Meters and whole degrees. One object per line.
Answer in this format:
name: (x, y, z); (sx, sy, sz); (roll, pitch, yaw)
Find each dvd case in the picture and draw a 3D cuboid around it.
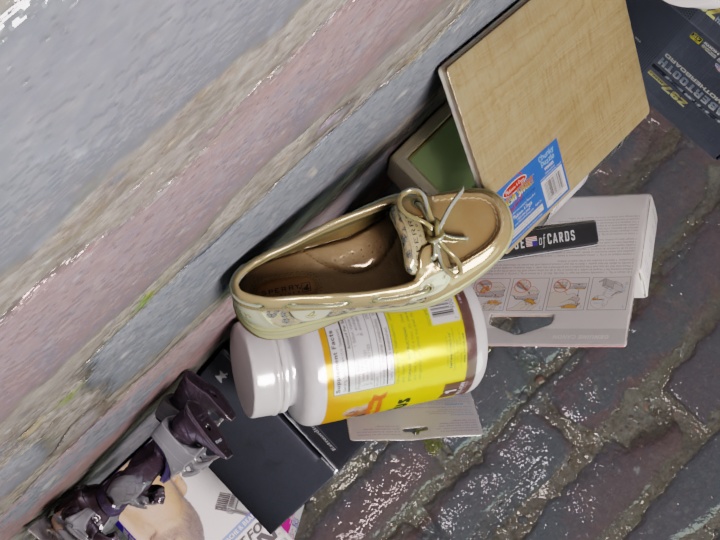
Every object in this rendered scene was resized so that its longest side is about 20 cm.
dvd case: (0.069, -0.014, 0.920); (0.149, 0.025, 0.199); (-9, -178, -38)

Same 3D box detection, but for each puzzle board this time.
puzzle board: (0.139, -0.130, 0.826); (0.017, 0.152, 0.200); (15, -133, 45)

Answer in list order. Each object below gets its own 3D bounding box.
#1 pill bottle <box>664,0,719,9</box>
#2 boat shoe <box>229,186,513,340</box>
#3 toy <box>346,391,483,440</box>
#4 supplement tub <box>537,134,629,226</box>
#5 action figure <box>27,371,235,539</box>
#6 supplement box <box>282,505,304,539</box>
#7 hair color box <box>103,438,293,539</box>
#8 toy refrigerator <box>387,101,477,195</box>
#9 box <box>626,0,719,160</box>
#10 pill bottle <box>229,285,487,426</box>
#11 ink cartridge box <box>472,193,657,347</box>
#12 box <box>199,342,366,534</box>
pill bottle: (0.288, -0.272, 0.903); (0.112, 0.111, 0.200); (-49, 174, 39)
boat shoe: (0.011, -0.007, 0.748); (0.199, 0.074, 0.063); (-22, 165, -6)
toy: (0.033, 0.095, 1.034); (0.201, 0.114, 0.048); (-102, -167, -51)
supplement tub: (0.153, -0.112, 1.047); (0.200, 0.123, 0.123); (-42, 174, -29)
action figure: (-0.187, 0.174, 0.911); (0.200, 0.069, 0.130); (-42, -175, 16)
supplement box: (-0.117, 0.233, 1.186); (0.101, 0.102, 0.202); (61, 44, -68)
hair color box: (-0.147, 0.250, 1.077); (0.109, 0.200, 0.065); (-42, 173, -21)
toy refrigerator: (0.118, -0.127, 0.910); (0.200, 0.076, 0.070); (-44, 175, -7)
box: (0.301, -0.205, 1.059); (0.051, 0.200, 0.158); (-48, 177, -13)
pill bottle: (-0.003, 0.065, 0.938); (0.198, 0.110, 0.109); (-9, 162, -19)
ink cartridge box: (0.163, 0.010, 1.050); (0.045, 0.198, 0.177); (60, 38, -44)
box: (-0.061, 0.121, 1.058); (0.104, 0.148, 0.200); (-46, 174, 29)
